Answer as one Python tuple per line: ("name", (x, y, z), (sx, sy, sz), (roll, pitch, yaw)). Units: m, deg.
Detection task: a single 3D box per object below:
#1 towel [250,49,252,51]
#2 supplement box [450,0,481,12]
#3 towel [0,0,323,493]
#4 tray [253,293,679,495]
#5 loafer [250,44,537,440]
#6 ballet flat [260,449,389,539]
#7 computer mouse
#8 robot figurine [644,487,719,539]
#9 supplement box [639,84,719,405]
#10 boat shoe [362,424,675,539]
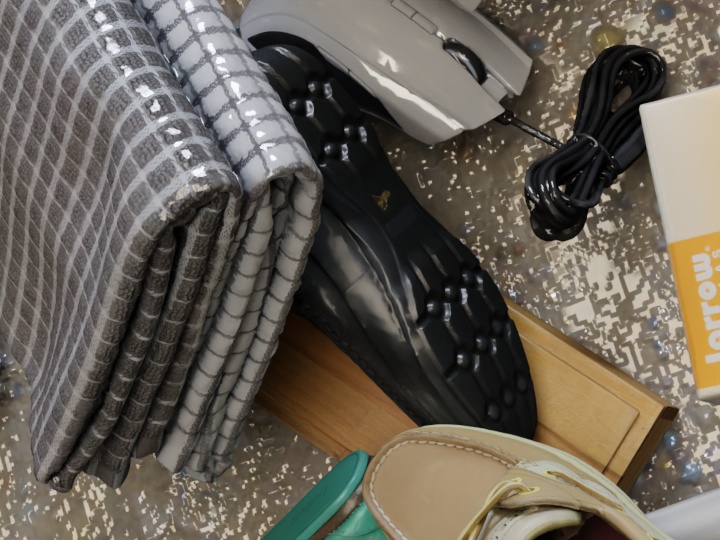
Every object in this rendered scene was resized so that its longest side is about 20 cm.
("towel", (-0.094, -0.044, 1.047), (0.200, 0.024, 0.145), (40, 99, 32))
("supplement box", (-0.002, -0.210, 0.971), (0.103, 0.101, 0.200), (-50, 45, 9))
("towel", (-0.104, -0.025, 0.934), (0.166, 0.085, 0.200), (56, 142, 31))
("tray", (0.028, 0.048, 1.009), (0.200, 0.037, 0.099), (33, 96, 21))
("loafer", (0.000, 0.000, 0.961), (0.070, 0.068, 0.201), (-33, 94, 41))
("ballet flat", (-0.039, 0.152, 1.001), (0.070, 0.067, 0.200), (44, 123, -13))
("computer mouse", (0.032, -0.090, 0.997), (0.199, 0.044, 0.110), (26, 55, 22))
("robot figurine", (0.162, 0.159, 0.907), (0.199, 0.113, 0.170), (-18, 113, 17))
("supplement box", (0.224, -0.026, 0.925), (0.199, 0.073, 0.127), (-14, 80, 18))
("boat shoe", (0.072, 0.107, 0.863), (0.199, 0.066, 0.074), (24, 87, 37))
